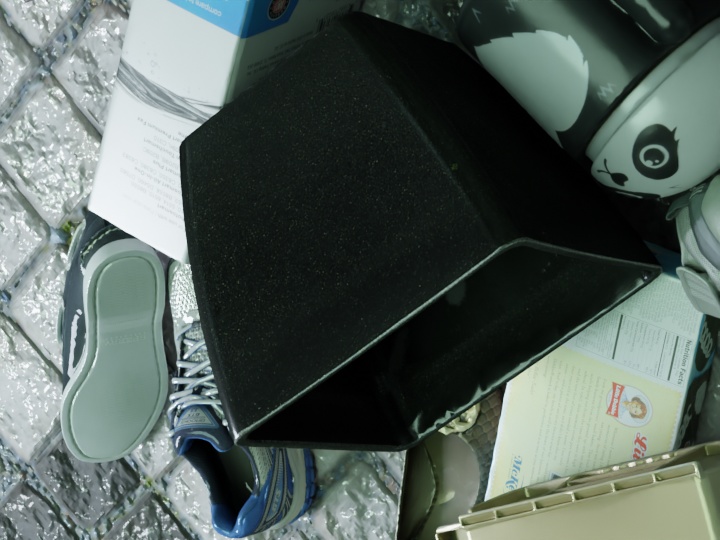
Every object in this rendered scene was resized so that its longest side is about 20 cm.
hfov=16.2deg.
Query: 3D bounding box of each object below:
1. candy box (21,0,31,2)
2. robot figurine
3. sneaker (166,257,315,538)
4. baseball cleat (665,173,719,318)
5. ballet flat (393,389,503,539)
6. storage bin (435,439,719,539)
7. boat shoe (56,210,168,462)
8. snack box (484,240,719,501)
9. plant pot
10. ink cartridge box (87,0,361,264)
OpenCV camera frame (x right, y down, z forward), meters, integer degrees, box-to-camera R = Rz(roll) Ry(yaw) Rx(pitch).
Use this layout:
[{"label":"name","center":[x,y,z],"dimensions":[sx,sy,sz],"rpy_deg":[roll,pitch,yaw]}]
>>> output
[{"label":"candy box","center":[-0.220,-0.267,1.571],"dimensions":[0.200,0.136,0.061],"rpy_deg":[48,124,10]},{"label":"robot figurine","center":[0.132,-0.131,1.402],"dimensions":[0.200,0.150,0.125],"rpy_deg":[47,112,10]},{"label":"sneaker","center":[-0.087,0.081,1.647],"dimensions":[0.077,0.085,0.201],"rpy_deg":[-11,101,35]},{"label":"baseball cleat","center":[0.254,0.021,1.416],"dimensions":[0.200,0.070,0.106],"rpy_deg":[47,149,-10]},{"label":"ballet flat","center":[0.048,0.147,1.609],"dimensions":[0.067,0.046,0.201],"rpy_deg":[24,119,22]},{"label":"storage bin","center":[0.164,0.215,1.463],"dimensions":[0.198,0.093,0.202],"rpy_deg":[-17,87,37]},{"label":"boat shoe","center":[-0.167,0.043,1.701],"dimensions":[0.061,0.075,0.201],"rpy_deg":[-114,31,-44]},{"label":"snack box","center":[0.146,0.076,1.525],"dimensions":[0.116,0.037,0.201],"rpy_deg":[22,118,25]},{"label":"plant pot","center":[0.013,-0.027,1.417],"dimensions":[0.199,0.200,0.178],"rpy_deg":[-36,70,22]},{"label":"ink cartridge box","center":[-0.077,-0.123,1.526],"dimensions":[0.084,0.146,0.201],"rpy_deg":[28,120,20]}]
